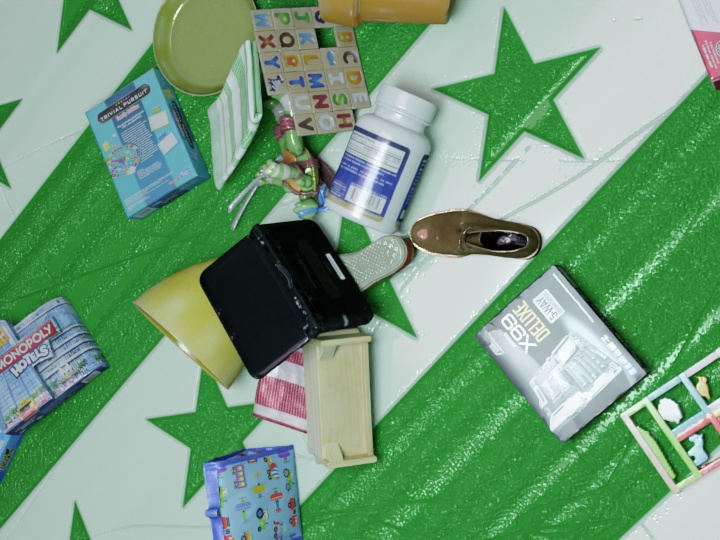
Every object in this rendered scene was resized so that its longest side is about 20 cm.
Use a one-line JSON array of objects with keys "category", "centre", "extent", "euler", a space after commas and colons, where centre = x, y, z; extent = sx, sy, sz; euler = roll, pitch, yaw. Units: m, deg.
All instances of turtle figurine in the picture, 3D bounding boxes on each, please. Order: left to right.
[{"category": "turtle figurine", "centre": [-0.140, -0.172, 1.676], "extent": [0.198, 0.144, 0.196], "euler": [-6, 83, 18]}]

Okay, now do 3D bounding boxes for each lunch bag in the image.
[{"category": "lunch bag", "centre": [-0.173, 0.353, 1.645], "extent": [0.093, 0.200, 0.152], "euler": [-8, 85, 21]}]

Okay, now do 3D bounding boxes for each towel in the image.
[{"category": "towel", "centre": [-0.196, -0.240, 1.683], "extent": [0.200, 0.023, 0.154], "euler": [135, 133, -54]}, {"category": "towel", "centre": [-0.090, 0.152, 1.713], "extent": [0.143, 0.023, 0.202], "euler": [15, 95, 22]}]

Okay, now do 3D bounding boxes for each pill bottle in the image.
[{"category": "pill bottle", "centre": [0.036, -0.167, 1.616], "extent": [0.119, 0.120, 0.201], "euler": [26, 98, 20]}]

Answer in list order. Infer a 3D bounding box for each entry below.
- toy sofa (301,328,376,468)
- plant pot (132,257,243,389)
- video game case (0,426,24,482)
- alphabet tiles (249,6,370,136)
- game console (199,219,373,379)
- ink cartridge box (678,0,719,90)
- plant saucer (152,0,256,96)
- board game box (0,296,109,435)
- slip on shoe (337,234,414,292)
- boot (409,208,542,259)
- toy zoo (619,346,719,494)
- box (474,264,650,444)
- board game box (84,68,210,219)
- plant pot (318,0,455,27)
[{"category": "toy sofa", "centre": [-0.032, 0.191, 1.648], "extent": [0.082, 0.097, 0.202], "euler": [-4, 94, -21]}, {"category": "plant pot", "centre": [-0.233, 0.066, 1.700], "extent": [0.200, 0.200, 0.142], "euler": [38, 77, 18]}, {"category": "video game case", "centre": [-0.691, 0.279, 1.941], "extent": [0.181, 0.045, 0.201], "euler": [32, 100, 20]}, {"category": "alphabet tiles", "centre": [-0.071, -0.305, 1.658], "extent": [0.008, 0.166, 0.202], "euler": [-25, 76, 62]}, {"category": "game console", "centre": [-0.110, 0.038, 1.611], "extent": [0.201, 0.175, 0.117], "euler": [57, 134, 25]}, {"category": "ink cartridge box", "centre": [0.536, -0.348, 1.436], "extent": [0.199, 0.083, 0.147], "euler": [-22, 80, 20]}, {"category": "plant saucer", "centre": [-0.248, -0.384, 1.783], "extent": [0.198, 0.031, 0.202], "euler": [0, 89, 23]}, {"category": "board game box", "centre": [-0.566, 0.141, 1.860], "extent": [0.200, 0.062, 0.200], "euler": [-37, 76, 2]}, {"category": "slip on shoe", "centre": [0.000, 0.000, 1.661], "extent": [0.199, 0.061, 0.075], "euler": [-25, 77, 33]}, {"category": "boot", "centre": [0.159, -0.053, 1.588], "extent": [0.199, 0.075, 0.074], "euler": [5, 92, 23]}, {"category": "toy zoo", "centre": [0.472, 0.196, 1.484], "extent": [0.200, 0.020, 0.132], "euler": [-37, 76, 18]}, {"category": "box", "centre": [0.284, 0.117, 1.546], "extent": [0.158, 0.050, 0.200], "euler": [-42, 75, 16]}, {"category": "board game box", "centre": [-0.355, -0.209, 1.814], "extent": [0.150, 0.047, 0.201], "euler": [-27, 79, 19]}, {"category": "plant pot", "centre": [0.054, -0.442, 1.587], "extent": [0.182, 0.200, 0.202], "euler": [15, 95, 7]}]
